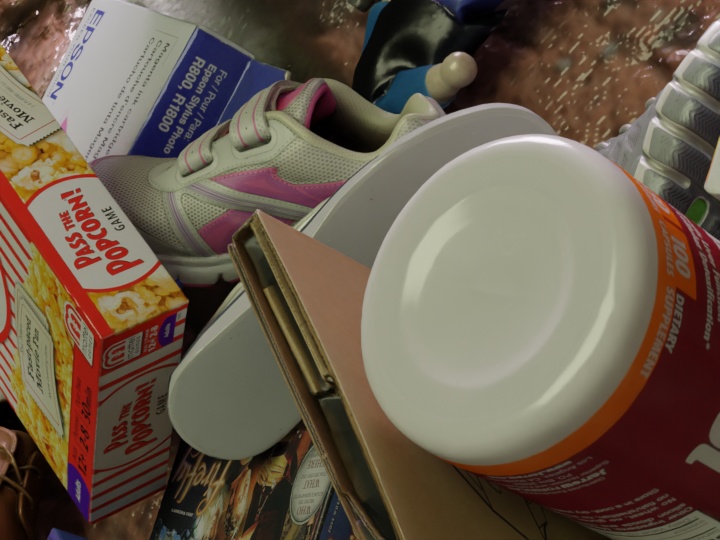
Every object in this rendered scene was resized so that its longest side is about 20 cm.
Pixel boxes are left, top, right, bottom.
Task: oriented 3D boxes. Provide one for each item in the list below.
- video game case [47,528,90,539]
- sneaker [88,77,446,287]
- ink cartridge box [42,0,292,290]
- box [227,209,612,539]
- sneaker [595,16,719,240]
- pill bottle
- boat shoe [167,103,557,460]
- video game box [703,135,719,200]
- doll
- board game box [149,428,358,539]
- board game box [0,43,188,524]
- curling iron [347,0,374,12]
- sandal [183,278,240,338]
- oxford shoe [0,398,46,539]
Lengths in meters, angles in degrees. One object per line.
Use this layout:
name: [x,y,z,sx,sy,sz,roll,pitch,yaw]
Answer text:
video game case: [-0.131,0.229,0.817,0.182,0.045,0.200,-69,21,2]
sneaker: [-0.038,-0.048,0.862,0.199,0.089,0.081,0,27,12]
ink cartridge box: [-0.137,-0.043,1.001,0.200,0.043,0.197,25,87,59]
box: [0.046,0.071,0.704,0.021,0.200,0.164,-43,49,18]
sneaker: [0.116,-0.055,0.794,0.200,0.075,0.115,-57,36,-2]
pill bottle: [0.100,0.039,0.672,0.113,0.200,0.113,-18,59,34]
boat shoe: [0.000,0.000,0.796,0.200,0.072,0.066,-45,15,9]
video game box: [0.207,-0.085,0.650,0.047,0.182,0.201,9,76,47]
doll: [0.040,-0.118,0.898,0.200,0.048,0.137,-49,26,16]
board game box: [-0.050,0.137,0.819,0.200,0.034,0.136,-8,63,66]
board game box: [-0.154,-0.003,0.877,0.200,0.046,0.152,51,150,27]
curling iron: [0.055,-0.214,0.946,0.200,0.026,0.050,-50,23,11]
sandal: [-0.053,0.008,0.923,0.200,0.054,0.081,19,84,44]
oxford shoe: [-0.191,0.117,0.945,0.071,0.071,0.200,-47,22,8]
